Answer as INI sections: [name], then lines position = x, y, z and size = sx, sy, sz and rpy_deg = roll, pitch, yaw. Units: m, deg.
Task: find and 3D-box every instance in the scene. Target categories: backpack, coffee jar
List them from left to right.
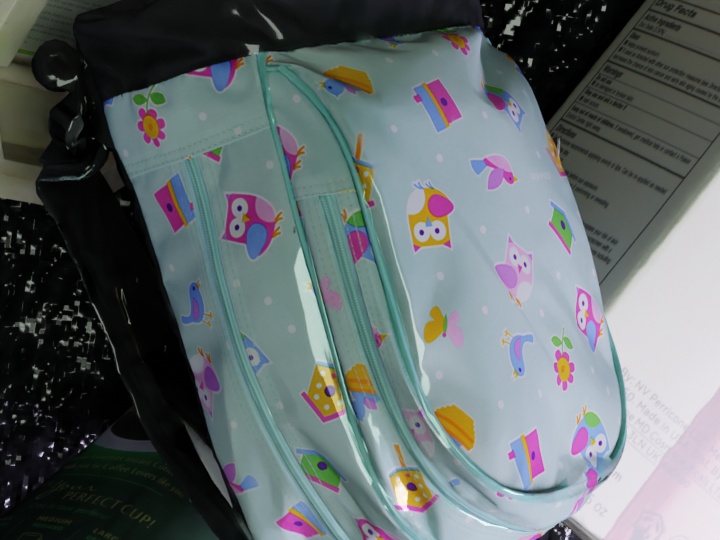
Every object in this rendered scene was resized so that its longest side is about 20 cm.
[coffee jar]
position = -0.063, 0.095, 0.904
size = 0.200, 0.104, 0.086
rpy_deg = -43, 121, -36
[backpack]
position = 0.000, 0.000, 0.832
size = 0.166, 0.126, 0.201
rpy_deg = -13, 86, -45

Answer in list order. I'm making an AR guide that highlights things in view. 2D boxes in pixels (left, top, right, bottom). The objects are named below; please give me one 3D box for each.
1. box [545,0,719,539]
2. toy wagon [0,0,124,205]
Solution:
[box]
position = 0.119, 0.001, 0.971
size = 0.109, 0.128, 0.200
rpy_deg = 40, 88, -26
[toy wagon]
position = -0.065, -0.110, 0.868
size = 0.200, 0.040, 0.155
rpy_deg = -57, 152, 14
